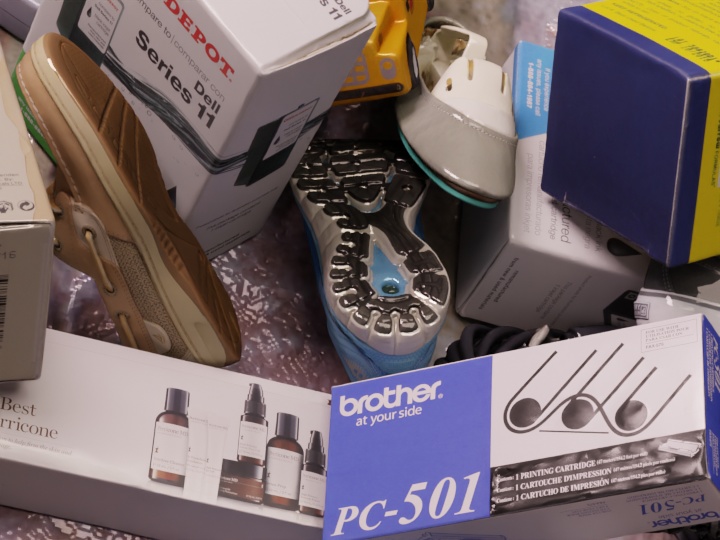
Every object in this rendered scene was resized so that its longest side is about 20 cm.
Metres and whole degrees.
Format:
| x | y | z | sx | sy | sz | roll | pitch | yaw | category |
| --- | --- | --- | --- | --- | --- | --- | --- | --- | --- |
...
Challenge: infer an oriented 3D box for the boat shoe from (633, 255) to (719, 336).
| x | y | z | sx | sy | sz | roll | pitch | yaw | category |
| --- | --- | --- | --- | --- | --- | --- | --- | --- | --- |
| 0.246 | 0.025 | 1.407 | 0.200 | 0.069 | 0.057 | 14 | 86 | -11 | boat shoe |

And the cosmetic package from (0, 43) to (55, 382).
| x | y | z | sx | sy | sz | roll | pitch | yaw | category |
| --- | --- | --- | --- | --- | --- | --- | --- | --- | --- |
| -0.206 | -0.045 | 1.293 | 0.073 | 0.104 | 0.200 | -3 | 41 | -17 | cosmetic package |

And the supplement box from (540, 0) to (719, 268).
| x | y | z | sx | sy | sz | roll | pitch | yaw | category |
| --- | --- | --- | --- | --- | --- | --- | --- | --- | --- |
| 0.211 | -0.089 | 1.407 | 0.200 | 0.110 | 0.109 | -14 | 31 | -31 | supplement box |

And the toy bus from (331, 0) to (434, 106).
| x | y | z | sx | sy | sz | roll | pitch | yaw | category |
| --- | --- | --- | --- | --- | --- | --- | --- | --- | --- |
| 0.001 | -0.163 | 1.467 | 0.065 | 0.078 | 0.200 | -6 | 28 | 10 | toy bus |

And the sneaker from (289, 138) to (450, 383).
| x | y | z | sx | sy | sz | roll | pitch | yaw | category |
| --- | --- | --- | --- | --- | --- | --- | --- | --- | --- |
| 0.000 | 0.000 | 1.412 | 0.078 | 0.090 | 0.200 | 1 | 37 | -5 | sneaker |

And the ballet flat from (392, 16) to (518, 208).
| x | y | z | sx | sy | sz | roll | pitch | yaw | category |
| --- | --- | --- | --- | --- | --- | --- | --- | --- | --- |
| 0.053 | -0.097 | 1.445 | 0.067 | 0.064 | 0.200 | 22 | 16 | -16 | ballet flat |

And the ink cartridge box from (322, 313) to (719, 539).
| x | y | z | sx | sy | sz | roll | pitch | yaw | category |
| --- | --- | --- | --- | --- | --- | --- | --- | --- | --- |
| 0.082 | 0.088 | 1.289 | 0.200 | 0.044 | 0.094 | -12 | 54 | 22 | ink cartridge box |

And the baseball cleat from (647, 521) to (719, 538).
| x | y | z | sx | sy | sz | roll | pitch | yaw | category |
| --- | --- | --- | --- | --- | --- | --- | --- | --- | --- |
| 0.204 | 0.121 | 1.324 | 0.200 | 0.070 | 0.107 | -18 | 84 | -13 | baseball cleat |

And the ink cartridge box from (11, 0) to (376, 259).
| x | y | z | sx | sy | sz | roll | pitch | yaw | category |
| --- | --- | --- | --- | --- | --- | --- | --- | --- | --- |
| -0.093 | -0.111 | 1.363 | 0.083 | 0.200 | 0.147 | -29 | 72 | -35 | ink cartridge box |

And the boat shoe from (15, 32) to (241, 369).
| x | y | z | sx | sy | sz | roll | pitch | yaw | category |
| --- | --- | --- | --- | --- | --- | --- | --- | --- | --- |
| -0.128 | -0.024 | 1.312 | 0.071 | 0.064 | 0.200 | -87 | 153 | -62 | boat shoe |

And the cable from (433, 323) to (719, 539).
| x | y | z | sx | sy | sz | roll | pitch | yaw | category |
| --- | --- | --- | --- | --- | --- | --- | --- | --- | --- |
| 0.120 | 0.103 | 1.377 | 0.163 | 0.051 | 0.200 | 13 | 44 | -32 | cable |

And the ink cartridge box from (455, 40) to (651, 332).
| x | y | z | sx | sy | sz | roll | pitch | yaw | category |
| --- | --- | --- | --- | --- | --- | --- | --- | --- | --- |
| 0.164 | -0.028 | 1.493 | 0.200 | 0.084 | 0.145 | 15 | 53 | -14 | ink cartridge box |

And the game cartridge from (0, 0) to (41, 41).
| x | y | z | sx | sy | sz | roll | pitch | yaw | category |
| --- | --- | --- | --- | --- | --- | --- | --- | --- | --- |
| -0.204 | -0.221 | 1.498 | 0.133 | 0.042 | 0.200 | -31 | 74 | -40 | game cartridge |

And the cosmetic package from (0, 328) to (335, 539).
| x | y | z | sx | sy | sz | roll | pitch | yaw | category |
| --- | --- | --- | --- | --- | --- | --- | --- | --- | --- |
| -0.112 | 0.085 | 1.317 | 0.200 | 0.051 | 0.083 | 13 | 53 | -15 | cosmetic package |
